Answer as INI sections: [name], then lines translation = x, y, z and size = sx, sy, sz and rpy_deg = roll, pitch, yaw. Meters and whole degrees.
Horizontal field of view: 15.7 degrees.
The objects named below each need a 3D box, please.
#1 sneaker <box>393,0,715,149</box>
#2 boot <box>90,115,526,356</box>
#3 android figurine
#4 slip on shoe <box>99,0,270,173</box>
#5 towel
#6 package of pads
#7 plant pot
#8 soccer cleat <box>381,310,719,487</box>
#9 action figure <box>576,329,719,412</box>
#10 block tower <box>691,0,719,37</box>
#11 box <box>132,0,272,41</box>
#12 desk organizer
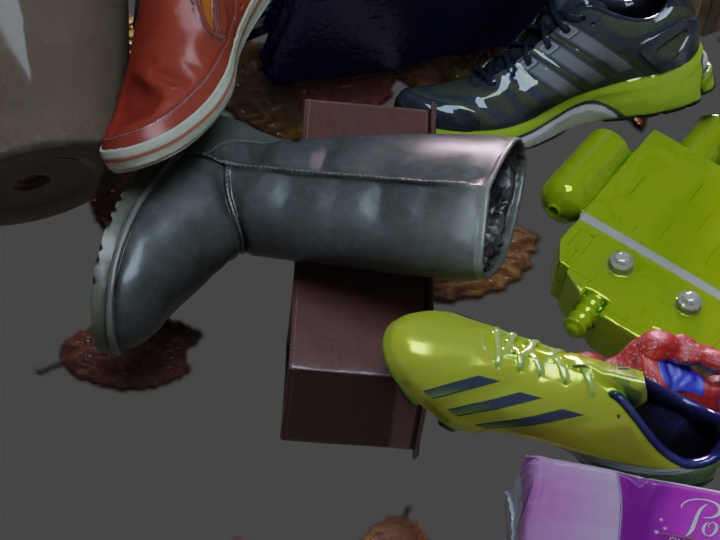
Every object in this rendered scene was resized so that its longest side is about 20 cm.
[sneaker]
translation = 0.112, -0.127, 1.552
size = 0.199, 0.081, 0.074
rpy_deg = -16, 26, -14
[boot]
translation = -0.026, -0.015, 1.383
size = 0.199, 0.073, 0.182
rpy_deg = 14, 57, 14
[android figurine]
translation = 0.189, -0.011, 1.518
size = 0.182, 0.041, 0.200
rpy_deg = 33, 51, 16
[slip on shoe]
translation = -0.099, -0.130, 1.420
size = 0.074, 0.061, 0.201
rpy_deg = -11, 41, 36
[towel]
translation = 0.042, -0.172, 1.552
size = 0.199, 0.148, 0.050
rpy_deg = -12, 69, -17
[package of pads]
translation = 0.166, 0.172, 1.339
size = 0.199, 0.076, 0.121
rpy_deg = 11, 54, 0
[plant pot]
translation = -0.206, -0.125, 1.462
size = 0.199, 0.200, 0.176
rpy_deg = -10, 71, -17
[soccer cleat]
translation = 0.106, 0.061, 1.359
size = 0.199, 0.084, 0.065
rpy_deg = 24, 53, -20
[action figure]
translation = 0.210, 0.074, 1.429
size = 0.199, 0.066, 0.052
rpy_deg = 14, 43, -4
[block tower]
translation = 0.274, -0.207, 1.682
size = 0.199, 0.058, 0.054
rpy_deg = -21, 57, -23
[box]
translation = -0.051, -0.223, 1.543
size = 0.160, 0.201, 0.044
rpy_deg = -24, 59, -28
[desk organizer]
translation = 0.000, 0.000, 1.455
size = 0.076, 0.072, 0.201
rpy_deg = 5, 50, -3
